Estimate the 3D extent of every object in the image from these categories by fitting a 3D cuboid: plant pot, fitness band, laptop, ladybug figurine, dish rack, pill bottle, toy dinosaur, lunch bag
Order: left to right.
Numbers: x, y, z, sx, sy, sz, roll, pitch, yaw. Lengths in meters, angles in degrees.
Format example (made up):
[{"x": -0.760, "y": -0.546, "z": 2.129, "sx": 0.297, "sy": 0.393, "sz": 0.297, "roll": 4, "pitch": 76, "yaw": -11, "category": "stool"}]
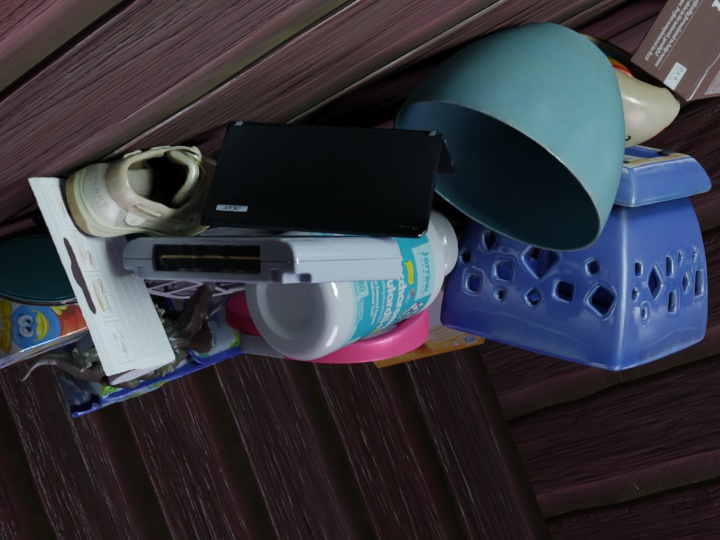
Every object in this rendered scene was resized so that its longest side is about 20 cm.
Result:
[{"x": -0.207, "y": 0.080, "z": 1.738, "sx": 0.199, "sy": 0.077, "sz": 0.102, "roll": -29, "pitch": 169, "yaw": -1, "category": "toy dinosaur"}, {"x": -0.231, "y": 0.039, "z": 1.992, "sx": 0.199, "sy": 0.171, "sz": 0.127, "roll": -19, "pitch": 178, "yaw": -31, "category": "lunch bag"}, {"x": -0.125, "y": -0.015, "z": 1.770, "sx": 0.199, "sy": 0.044, "sz": 0.171, "roll": -9, "pitch": 168, "yaw": 26, "category": "dish rack"}, {"x": -0.033, "y": 0.046, "z": 1.776, "sx": 0.199, "sy": 0.038, "sz": 0.143, "roll": 7, "pitch": -162, "yaw": 30, "category": "fitness band"}, {"x": -0.021, "y": -0.062, "z": 1.530, "sx": 0.176, "sy": 0.104, "sz": 0.200, "roll": 4, "pitch": 171, "yaw": 7, "category": "laptop"}, {"x": 0.000, "y": 0.000, "z": 1.672, "sx": 0.110, "sy": 0.112, "sz": 0.199, "roll": -23, "pitch": 180, "yaw": 44, "category": "pill bottle"}, {"x": 0.146, "y": -0.131, "z": 1.618, "sx": 0.135, "sy": 0.200, "sz": 0.200, "roll": -58, "pitch": -168, "yaw": -20, "category": "plant pot"}, {"x": 0.210, "y": -0.027, "z": 1.771, "sx": 0.199, "sy": 0.181, "sz": 0.199, "roll": 14, "pitch": -166, "yaw": 33, "category": "plant pot"}, {"x": 0.226, "y": -0.165, "z": 1.768, "sx": 0.200, "sy": 0.135, "sz": 0.072, "roll": -79, "pitch": -165, "yaw": -72, "category": "ladybug figurine"}]

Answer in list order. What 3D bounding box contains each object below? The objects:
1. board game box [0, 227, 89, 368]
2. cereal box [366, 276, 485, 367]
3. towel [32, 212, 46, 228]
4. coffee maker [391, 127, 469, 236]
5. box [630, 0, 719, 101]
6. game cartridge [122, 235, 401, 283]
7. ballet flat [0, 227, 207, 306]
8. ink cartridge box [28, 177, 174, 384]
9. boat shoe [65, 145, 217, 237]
[{"x": -0.345, "y": 0.039, "z": 1.703, "sx": 0.199, "sy": 0.104, "sz": 0.105, "roll": -21, "pitch": 177, "yaw": -34, "category": "board game box"}, {"x": 0.017, "y": 0.005, "z": 1.842, "sx": 0.143, "sy": 0.200, "sz": 0.040, "roll": -16, "pitch": -144, "yaw": 41, "category": "cereal box"}, {"x": -0.184, "y": -0.053, "z": 1.684, "sx": 0.146, "sy": 0.024, "sz": 0.200, "roll": -9, "pitch": 176, "yaw": 17, "category": "towel"}, {"x": 0.059, "y": -0.069, "z": 1.887, "sx": 0.134, "sy": 0.194, "sz": 0.200, "roll": -3, "pitch": 170, "yaw": -19, "category": "coffee maker"}, {"x": 0.332, "y": -0.222, "z": 1.801, "sx": 0.101, "sy": 0.075, "sz": 0.200, "roll": -59, "pitch": 166, "yaw": 18, "category": "box"}, {"x": -0.072, "y": -0.010, "z": 1.467, "sx": 0.199, "sy": 0.041, "sz": 0.133, "roll": 2, "pitch": 179, "yaw": 44, "category": "game cartridge"}, {"x": -0.226, "y": -0.009, "z": 1.620, "sx": 0.198, "sy": 0.068, "sz": 0.064, "roll": -7, "pitch": -175, "yaw": 2, "category": "ballet flat"}, {"x": -0.215, "y": 0.011, "z": 1.485, "sx": 0.047, "sy": 0.161, "sz": 0.200, "roll": -22, "pitch": 178, "yaw": 9, "category": "ink cartridge box"}, {"x": -0.149, "y": -0.065, "z": 1.504, "sx": 0.065, "sy": 0.073, "sz": 0.200, "roll": -21, "pitch": 173, "yaw": 28, "category": "boat shoe"}]
